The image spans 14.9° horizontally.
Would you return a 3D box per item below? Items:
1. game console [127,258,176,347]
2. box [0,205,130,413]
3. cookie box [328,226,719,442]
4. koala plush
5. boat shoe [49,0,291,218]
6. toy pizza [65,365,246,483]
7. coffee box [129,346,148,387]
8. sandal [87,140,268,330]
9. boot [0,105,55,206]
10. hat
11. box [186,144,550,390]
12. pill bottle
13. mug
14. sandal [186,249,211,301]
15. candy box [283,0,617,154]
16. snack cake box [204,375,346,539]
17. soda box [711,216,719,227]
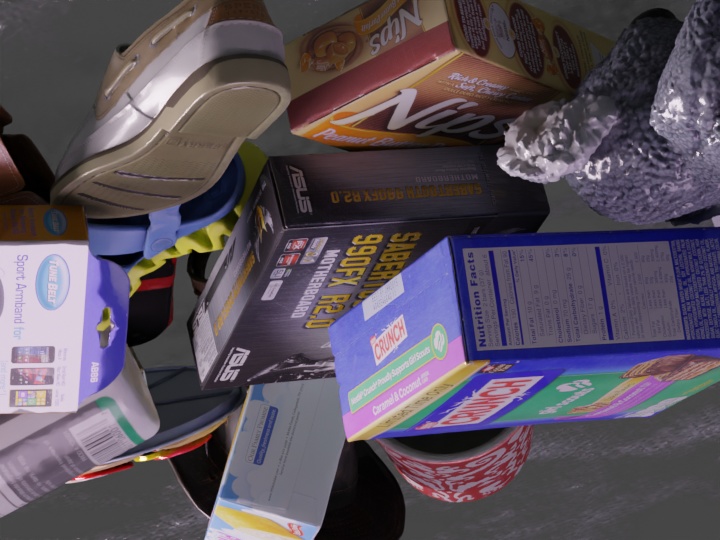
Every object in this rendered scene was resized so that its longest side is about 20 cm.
[{"bbox_3d":[-0.213,0.010,1.712,0.200,0.031,0.177,-8,153,-10],"label":"game console"},{"bbox_3d":[-0.227,0.022,1.492,0.200,0.041,0.119,-1,126,-13],"label":"box"},{"bbox_3d":[0.107,0.036,1.532,0.200,0.075,0.171,-2,164,-24],"label":"cookie box"},{"bbox_3d":[0.180,-0.086,1.436,0.177,0.184,0.200,12,149,-45],"label":"koala plush"},{"bbox_3d":[-0.101,-0.087,1.451,0.075,0.068,0.200,8,155,-36],"label":"boat shoe"},{"bbox_3d":[-0.172,0.108,1.830,0.200,0.032,0.200,-11,-167,2],"label":"toy pizza"},{"bbox_3d":[-0.241,0.083,1.786,0.200,0.044,0.123,-7,-169,-8],"label":"coffee box"},{"bbox_3d":[-0.150,-0.023,1.576,0.200,0.080,0.087,-36,149,15],"label":"sandal"},{"bbox_3d":[-0.237,-0.022,1.548,0.155,0.077,0.200,-20,143,7],"label":"boot"},{"bbox_3d":[-0.045,0.112,1.908,0.201,0.201,0.081,4,121,-35],"label":"hat"},{"bbox_3d":[0.000,0.000,1.576,0.158,0.048,0.200,-3,153,-21],"label":"box"},{"bbox_3d":[-0.233,0.095,1.666,0.200,0.113,0.113,-27,158,1],"label":"pill bottle"},{"bbox_3d":[0.085,0.091,1.918,0.177,0.134,0.200,-1,163,5],"label":"mug"},{"bbox_3d":[-0.073,-0.012,1.673,0.057,0.080,0.201,14,149,-7],"label":"sandal"},{"bbox_3d":[0.062,-0.099,1.521,0.115,0.055,0.200,-25,155,32],"label":"candy box"},{"bbox_3d":[-0.049,0.117,1.747,0.067,0.115,0.200,16,164,-2],"label":"snack cake box"},{"bbox_3d":[0.224,-0.083,1.629,0.064,0.068,0.200,-14,159,9],"label":"soda box"}]
